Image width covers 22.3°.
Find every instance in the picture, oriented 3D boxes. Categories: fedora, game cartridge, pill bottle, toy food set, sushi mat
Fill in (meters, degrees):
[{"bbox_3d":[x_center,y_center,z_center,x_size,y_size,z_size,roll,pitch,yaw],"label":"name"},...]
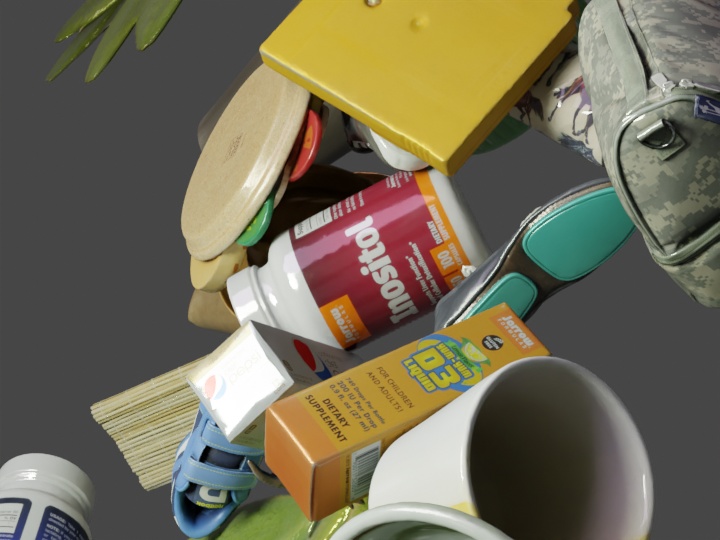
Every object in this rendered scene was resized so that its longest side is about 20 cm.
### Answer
[{"bbox_3d":[-0.037,-0.034,1.571,0.199,0.082,0.201,-10,49,11],"label":"fedora"},{"bbox_3d":[0.048,-0.184,1.423,0.200,0.032,0.176,34,74,28],"label":"game cartridge"},{"bbox_3d":[0.000,0.000,1.461,0.199,0.113,0.113,-27,29,7],"label":"pill bottle"},{"bbox_3d":[-0.086,-0.091,1.515,0.198,0.048,0.201,-42,28,44],"label":"toy food set"},{"bbox_3d":[-0.157,0.135,1.598,0.200,0.096,0.012,-24,16,45],"label":"sushi mat"},{"bbox_3d":[-0.303,0.267,1.625,0.115,0.116,0.201,-31,30,32],"label":"pill bottle"}]

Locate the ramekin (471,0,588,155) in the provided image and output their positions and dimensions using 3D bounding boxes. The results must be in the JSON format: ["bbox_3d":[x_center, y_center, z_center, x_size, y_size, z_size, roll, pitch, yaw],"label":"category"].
[{"bbox_3d":[0.113,-0.198,1.626,0.200,0.098,0.200,-37,27,23],"label":"ramekin"}]

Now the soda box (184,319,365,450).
[{"bbox_3d":[-0.047,0.094,1.370,0.068,0.200,0.064,-42,67,11],"label":"soda box"}]

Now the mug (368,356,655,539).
[{"bbox_3d":[0.074,0.158,1.154,0.153,0.149,0.187,-27,26,53],"label":"mug"}]

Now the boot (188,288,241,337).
[{"bbox_3d":[-0.110,0.053,1.681,0.175,0.066,0.200,-44,24,-18],"label":"boot"}]

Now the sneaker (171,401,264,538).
[{"bbox_3d":[-0.107,0.145,1.486,0.200,0.074,0.083,114,171,-47],"label":"sneaker"}]

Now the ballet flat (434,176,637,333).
[{"bbox_3d":[0.129,-0.009,1.378,0.200,0.073,0.073,-44,26,15],"label":"ballet flat"}]

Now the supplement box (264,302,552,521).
[{"bbox_3d":[0.035,0.095,1.258,0.199,0.069,0.067,-22,49,-25],"label":"supplement box"}]

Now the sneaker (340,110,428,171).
[{"bbox_3d":[0.022,-0.124,1.491,0.200,0.077,0.082,-105,25,-54],"label":"sneaker"}]

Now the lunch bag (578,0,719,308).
[{"bbox_3d":[0.224,-0.097,1.230,0.139,0.168,0.200,-38,28,21],"label":"lunch bag"}]

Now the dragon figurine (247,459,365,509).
[{"bbox_3d":[0.008,0.113,1.324,0.059,0.199,0.100,103,158,-52],"label":"dragon figurine"}]

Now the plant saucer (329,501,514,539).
[{"bbox_3d":[0.064,0.217,1.060,0.200,0.201,0.050,-24,6,42],"label":"plant saucer"}]

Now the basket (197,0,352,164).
[{"bbox_3d":[-0.058,-0.167,1.821,0.200,0.136,0.181,-41,51,29],"label":"basket"}]

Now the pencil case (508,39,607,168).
[{"bbox_3d":[0.149,-0.155,1.438,0.200,0.078,0.090,34,97,30],"label":"pencil case"}]
